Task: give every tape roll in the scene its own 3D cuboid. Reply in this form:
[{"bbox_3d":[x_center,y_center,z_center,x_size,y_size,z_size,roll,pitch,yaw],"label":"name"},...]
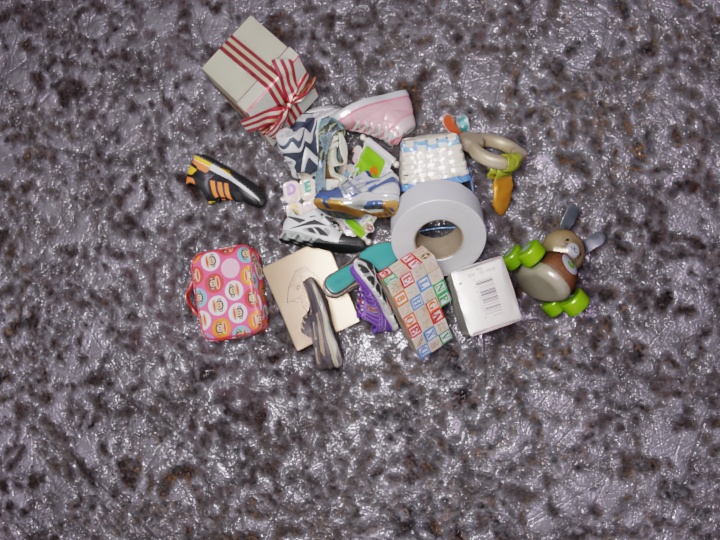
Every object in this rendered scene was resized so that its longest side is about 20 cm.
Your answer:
[{"bbox_3d":[0.160,-0.084,1.271,0.196,0.206,0.072,-4,42,5],"label":"tape roll"}]

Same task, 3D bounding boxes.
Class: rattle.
[{"bbox_3d":[0.259,-0.242,1.357,0.197,0.145,0.131,26,55,22],"label":"rattle"}]

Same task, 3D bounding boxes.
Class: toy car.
[{"bbox_3d":[0.424,-0.034,1.273,0.164,0.158,0.200,45,78,-5],"label":"toy car"}]

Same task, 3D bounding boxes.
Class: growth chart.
[{"bbox_3d":[0.008,-0.178,1.325,0.143,0.018,0.204,33,109,34],"label":"growth chart"}]

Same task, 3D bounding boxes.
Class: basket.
[{"bbox_3d":[0.160,-0.186,1.310,0.171,0.139,0.206,-5,99,4],"label":"basket"}]

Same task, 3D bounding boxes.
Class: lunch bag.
[{"bbox_3d":[-0.300,0.054,1.358,0.171,0.082,0.206,-10,85,5],"label":"lunch bag"}]

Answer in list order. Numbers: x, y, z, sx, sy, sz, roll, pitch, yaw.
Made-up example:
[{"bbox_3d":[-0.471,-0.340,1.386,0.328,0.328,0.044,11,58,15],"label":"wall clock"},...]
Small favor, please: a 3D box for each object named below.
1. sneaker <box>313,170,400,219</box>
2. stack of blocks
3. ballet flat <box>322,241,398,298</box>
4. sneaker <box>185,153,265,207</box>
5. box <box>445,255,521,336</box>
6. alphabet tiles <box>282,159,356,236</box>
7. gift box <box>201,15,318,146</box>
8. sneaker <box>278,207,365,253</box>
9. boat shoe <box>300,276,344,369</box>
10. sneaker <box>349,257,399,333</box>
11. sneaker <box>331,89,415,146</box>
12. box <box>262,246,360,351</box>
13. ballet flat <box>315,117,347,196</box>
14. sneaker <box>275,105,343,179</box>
[{"bbox_3d":[-0.005,-0.161,1.282,0.195,0.075,0.091,3,71,25],"label":"sneaker"},{"bbox_3d":[0.126,0.068,1.271,0.113,0.059,0.203,-30,120,-8],"label":"stack of blocks"},{"bbox_3d":[0.000,0.000,1.336,0.196,0.068,0.069,-26,75,-17],"label":"ballet flat"},{"bbox_3d":[-0.308,-0.182,1.394,0.197,0.070,0.091,33,104,7],"label":"sneaker"},{"bbox_3d":[0.244,0.057,1.247,0.106,0.200,0.131,-18,84,3],"label":"box"},{"bbox_3d":[-0.076,-0.166,1.390,0.194,0.015,0.202,-9,84,5],"label":"alphabet tiles"},{"bbox_3d":[-0.214,-0.400,1.320,0.186,0.200,0.185,43,93,17],"label":"gift box"},{"bbox_3d":[-0.078,-0.092,1.327,0.194,0.074,0.091,11,77,14],"label":"sneaker"},{"bbox_3d":[-0.095,0.117,1.316,0.071,0.074,0.205,-18,85,3],"label":"boat shoe"},{"bbox_3d":[0.019,0.065,1.289,0.081,0.082,0.203,-19,126,10],"label":"sneaker"},{"bbox_3d":[0.036,-0.319,1.342,0.196,0.075,0.107,-21,88,-21],"label":"sneaker"},{"bbox_3d":[-0.110,0.054,1.369,0.160,0.021,0.204,-24,85,4],"label":"box"},{"bbox_3d":[-0.059,-0.220,1.312,0.072,0.075,0.205,4,118,6],"label":"ballet flat"},{"bbox_3d":[-0.099,-0.277,1.369,0.078,0.199,0.132,11,130,31],"label":"sneaker"}]
